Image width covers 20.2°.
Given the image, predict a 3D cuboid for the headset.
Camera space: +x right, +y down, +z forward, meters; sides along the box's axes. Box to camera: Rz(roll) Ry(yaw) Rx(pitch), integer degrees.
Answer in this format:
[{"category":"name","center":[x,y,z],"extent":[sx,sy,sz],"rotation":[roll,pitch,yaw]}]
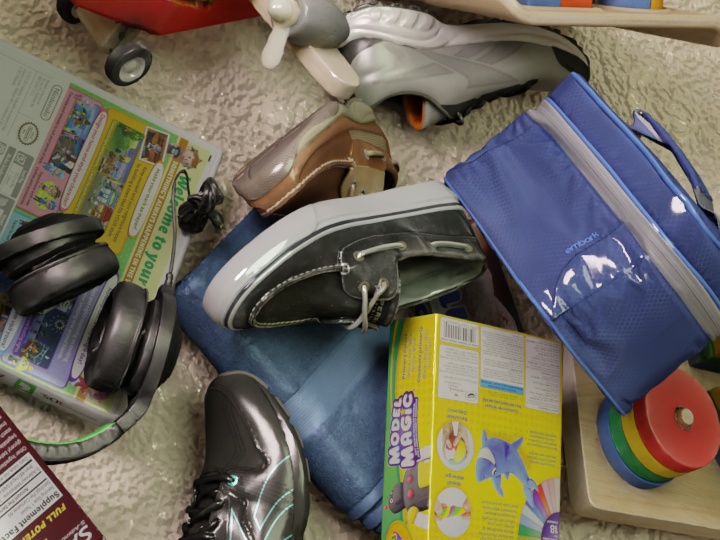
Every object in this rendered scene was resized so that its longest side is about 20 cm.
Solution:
[{"category":"headset","center":[-0.150,0.020,1.130],"extent":[0.124,0.094,0.200],"rotation":[45,70,-4]}]

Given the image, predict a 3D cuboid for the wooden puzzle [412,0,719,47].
[{"category":"wooden puzzle","center":[0.124,-0.193,1.371],"extent":[0.200,0.185,0.046],"rotation":[2,101,-35]}]

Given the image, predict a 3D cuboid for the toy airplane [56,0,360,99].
[{"category":"toy airplane","center":[-0.080,-0.200,1.260],"extent":[0.200,0.141,0.199],"rotation":[22,38,-8]}]

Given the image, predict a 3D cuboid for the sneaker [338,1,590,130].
[{"category":"sneaker","center":[0.068,-0.132,1.381],"extent":[0.200,0.074,0.080],"rotation":[1,81,-28]}]

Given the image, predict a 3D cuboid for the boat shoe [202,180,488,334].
[{"category":"boat shoe","center":[0.000,0.000,1.188],"extent":[0.200,0.072,0.071],"rotation":[-22,62,-37]}]

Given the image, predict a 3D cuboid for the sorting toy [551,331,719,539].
[{"category":"sorting toy","center":[0.230,0.075,1.377],"extent":[0.200,0.070,0.199],"rotation":[13,61,-34]}]

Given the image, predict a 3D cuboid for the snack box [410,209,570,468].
[{"category":"snack box","center":[0.074,0.043,1.330],"extent":[0.072,0.024,0.201],"rotation":[-10,76,-38]}]

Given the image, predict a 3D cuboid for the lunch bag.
[{"category":"lunch bag","center":[0.155,-0.028,1.271],"extent":[0.136,0.132,0.200],"rotation":[48,7,-45]}]

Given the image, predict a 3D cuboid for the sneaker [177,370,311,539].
[{"category":"sneaker","center":[-0.070,0.155,1.154],"extent":[0.079,0.075,0.201],"rotation":[-3,75,-29]}]

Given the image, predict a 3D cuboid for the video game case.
[{"category":"video game case","center":[-0.192,-0.029,1.176],"extent":[0.182,0.022,0.200],"rotation":[26,57,-12]}]

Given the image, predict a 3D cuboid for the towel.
[{"category":"towel","center":[-0.028,0.060,1.243],"extent":[0.200,0.049,0.112],"rotation":[50,52,-6]}]

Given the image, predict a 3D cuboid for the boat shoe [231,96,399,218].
[{"category":"boat shoe","center":[-0.017,-0.058,1.238],"extent":[0.072,0.076,0.200],"rotation":[54,21,0]}]

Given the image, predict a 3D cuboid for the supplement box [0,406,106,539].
[{"category":"supplement box","center":[-0.234,0.092,1.055],"extent":[0.200,0.109,0.061],"rotation":[53,52,-4]}]

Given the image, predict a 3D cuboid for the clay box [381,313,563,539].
[{"category":"clay box","center":[0.068,0.135,1.220],"extent":[0.115,0.048,0.201],"rotation":[14,74,-40]}]
